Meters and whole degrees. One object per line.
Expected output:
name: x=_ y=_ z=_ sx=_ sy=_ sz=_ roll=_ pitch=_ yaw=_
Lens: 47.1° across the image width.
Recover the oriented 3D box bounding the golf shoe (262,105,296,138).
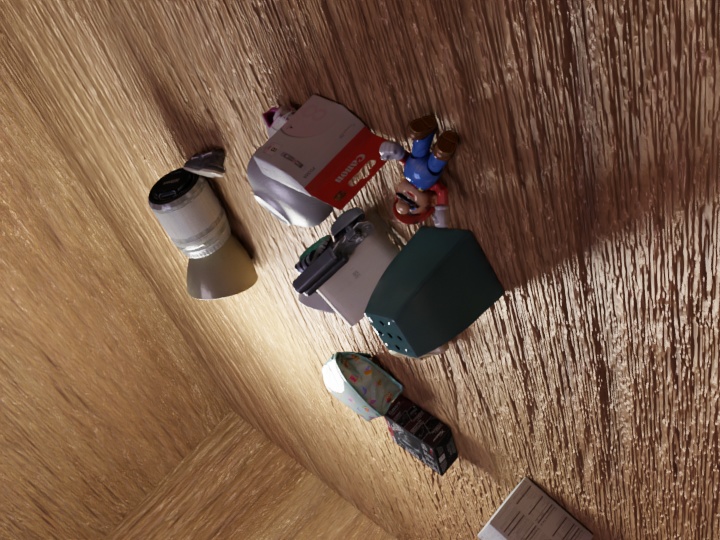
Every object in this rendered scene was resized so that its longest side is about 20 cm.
golf shoe: x=-0.118 y=-0.254 z=1.506 sx=0.199 sy=0.075 sz=0.092 roll=12 pitch=137 yaw=53

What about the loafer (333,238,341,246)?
loafer: x=-0.013 y=-0.027 z=1.730 sx=0.062 sy=0.072 sz=0.200 roll=19 pitch=157 yaw=14

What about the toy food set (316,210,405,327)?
toy food set: x=0.000 y=0.000 z=1.607 sx=0.144 sy=0.200 sz=0.060 roll=48 pitch=-158 yaw=-3

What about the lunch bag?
lunch bag: x=-0.007 y=0.293 z=2.182 sx=0.200 sy=0.122 sz=0.170 roll=40 pitch=159 yaw=0

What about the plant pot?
plant pot: x=0.115 y=0.046 z=1.424 sx=0.141 sy=0.200 sz=0.142 roll=9 pitch=138 yaw=55

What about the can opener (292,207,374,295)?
can opener: x=-0.056 y=-0.037 z=1.560 sx=0.053 sy=0.200 sz=0.067 roll=14 pitch=-140 yaw=-54

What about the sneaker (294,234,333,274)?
sneaker: x=-0.083 y=-0.009 z=1.744 sx=0.088 sy=0.074 sz=0.200 roll=52 pitch=-160 yaw=-9

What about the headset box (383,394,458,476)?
headset box: x=0.152 y=0.431 z=2.187 sx=0.199 sy=0.077 sz=0.150 roll=30 pitch=153 yaw=37

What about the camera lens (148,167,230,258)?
camera lens: x=-0.443 y=-0.154 z=2.147 sx=0.159 sy=0.160 sz=0.201 roll=23 pitch=149 yaw=44

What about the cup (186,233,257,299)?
cup: x=-0.392 y=-0.026 z=2.273 sx=0.199 sy=0.199 sz=0.145 roll=20 pitch=126 yaw=48

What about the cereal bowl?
cereal bowl: x=-0.154 y=-0.153 z=1.663 sx=0.200 sy=0.084 sz=0.200 roll=39 pitch=172 yaw=6

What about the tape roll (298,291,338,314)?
tape roll: x=-0.034 y=0.056 z=1.750 sx=0.202 sy=0.201 sz=0.037 roll=18 pitch=105 yaw=50

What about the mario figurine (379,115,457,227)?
mario figurine: x=0.087 y=-0.135 z=1.283 sx=0.201 sy=0.105 sz=0.124 roll=101 pitch=157 yaw=-55

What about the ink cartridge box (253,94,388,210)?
ink cartridge box: x=-0.058 y=-0.200 z=1.368 sx=0.199 sy=0.163 sz=0.057 roll=26 pitch=156 yaw=41

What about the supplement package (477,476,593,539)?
supplement package: x=0.410 y=0.627 z=1.956 sx=0.200 sy=0.151 sz=0.152 roll=40 pitch=157 yaw=16

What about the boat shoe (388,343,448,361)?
boat shoe: x=0.125 y=0.167 z=1.793 sx=0.065 sy=0.072 sz=0.200 roll=49 pitch=153 yaw=-5

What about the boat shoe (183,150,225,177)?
boat shoe: x=-0.370 y=-0.259 z=1.993 sx=0.066 sy=0.058 sz=0.199 roll=16 pitch=179 yaw=-31
